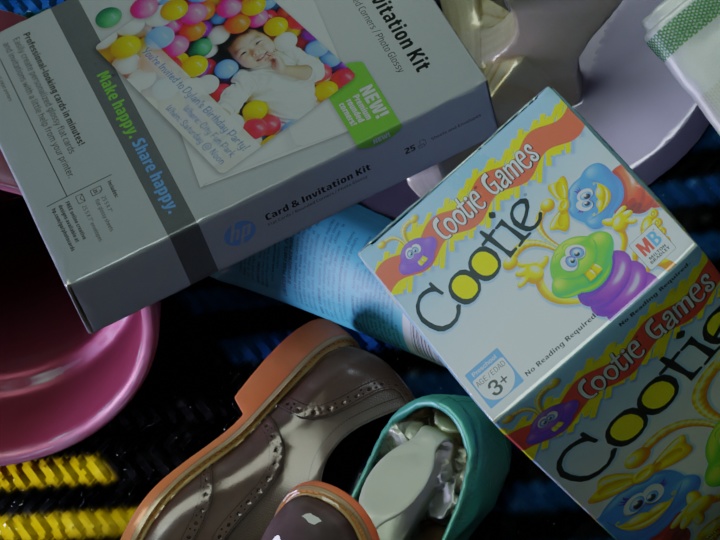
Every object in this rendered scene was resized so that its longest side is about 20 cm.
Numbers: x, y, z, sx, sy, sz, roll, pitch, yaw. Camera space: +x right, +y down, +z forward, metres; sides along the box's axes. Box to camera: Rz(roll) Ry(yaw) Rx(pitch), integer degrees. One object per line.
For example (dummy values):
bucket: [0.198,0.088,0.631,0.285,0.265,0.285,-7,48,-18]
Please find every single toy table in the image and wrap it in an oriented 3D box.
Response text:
toy table: [0.057,-0.099,1.105,0.200,0.117,0.184,-23,56,18]

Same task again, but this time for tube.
tube: [0.000,0.000,1.123,0.200,0.050,0.078,24,112,35]

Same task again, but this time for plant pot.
plant pot: [-0.198,-0.030,1.175,0.200,0.200,0.179,-23,40,16]

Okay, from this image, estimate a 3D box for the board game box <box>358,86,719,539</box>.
board game box: [0.104,0.034,0.956,0.105,0.200,0.103,-41,53,4]

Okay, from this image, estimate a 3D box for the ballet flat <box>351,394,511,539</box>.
ballet flat: [0.000,0.140,1.038,0.067,0.070,0.200,20,76,34]

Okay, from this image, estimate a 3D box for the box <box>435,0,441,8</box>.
box: [0.061,-0.193,1.203,0.200,0.035,0.110,-7,62,25]

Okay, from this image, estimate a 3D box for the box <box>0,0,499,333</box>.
box: [-0.061,-0.079,1.030,0.200,0.041,0.156,-25,53,-6]

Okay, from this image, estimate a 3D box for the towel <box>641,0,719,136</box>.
towel: [0.236,-0.072,0.989,0.149,0.031,0.200,-39,86,3]

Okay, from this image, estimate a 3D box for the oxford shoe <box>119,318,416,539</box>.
oxford shoe: [-0.051,0.119,1.080,0.073,0.071,0.200,34,86,28]

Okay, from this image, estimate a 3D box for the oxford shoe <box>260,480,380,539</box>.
oxford shoe: [-0.037,0.187,0.976,0.071,0.072,0.201,18,108,25]
